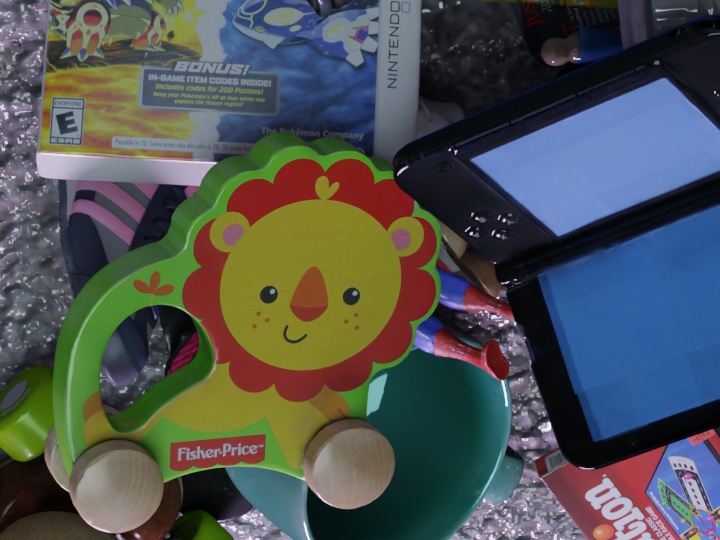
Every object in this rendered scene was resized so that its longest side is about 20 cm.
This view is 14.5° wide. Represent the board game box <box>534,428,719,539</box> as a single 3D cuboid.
[{"bbox_3d":[0.197,0.158,1.696,0.103,0.019,0.200,-29,124,14],"label":"board game box"}]

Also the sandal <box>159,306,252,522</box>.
[{"bbox_3d":[-0.081,0.067,1.650,0.075,0.045,0.200,1,116,-1],"label":"sandal"}]

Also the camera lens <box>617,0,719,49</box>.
[{"bbox_3d":[0.239,-0.143,1.450,0.200,0.160,0.160,-6,116,-1],"label":"camera lens"}]

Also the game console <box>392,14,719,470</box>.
[{"bbox_3d":[0.140,-0.009,1.391,0.200,0.118,0.171,-23,142,27],"label":"game console"}]

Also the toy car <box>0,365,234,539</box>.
[{"bbox_3d":[-0.184,0.186,1.614,0.158,0.200,0.164,-35,112,27],"label":"toy car"}]

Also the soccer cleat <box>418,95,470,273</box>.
[{"bbox_3d":[0.010,-0.081,1.572,0.085,0.069,0.200,-37,115,6],"label":"soccer cleat"}]

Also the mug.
[{"bbox_3d":[-0.002,0.091,1.615,0.152,0.114,0.185,-40,136,-17],"label":"mug"}]

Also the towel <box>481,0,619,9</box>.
[{"bbox_3d":[0.158,-0.178,1.525,0.200,0.018,0.086,4,117,-4],"label":"towel"}]

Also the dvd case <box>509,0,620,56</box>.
[{"bbox_3d":[0.162,-0.212,1.530,0.200,0.022,0.146,-19,115,7],"label":"dvd case"}]

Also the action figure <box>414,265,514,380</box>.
[{"bbox_3d":[0.000,0.000,1.537,0.200,0.065,0.052,19,155,30],"label":"action figure"}]

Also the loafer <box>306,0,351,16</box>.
[{"bbox_3d":[-0.033,-0.231,1.455,0.063,0.072,0.200,-21,82,-6],"label":"loafer"}]

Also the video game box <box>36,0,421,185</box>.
[{"bbox_3d":[-0.065,-0.136,1.492,0.200,0.047,0.182,3,72,-3],"label":"video game box"}]

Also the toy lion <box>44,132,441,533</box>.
[{"bbox_3d":[-0.057,0.026,1.436,0.200,0.069,0.192,-5,110,-20],"label":"toy lion"}]

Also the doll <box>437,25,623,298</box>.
[{"bbox_3d":[0.128,-0.071,1.565,0.200,0.048,0.136,-41,128,-2],"label":"doll"}]

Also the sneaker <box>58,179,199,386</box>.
[{"bbox_3d":[-0.116,-0.024,1.520,0.082,0.200,0.070,-14,135,5],"label":"sneaker"}]
